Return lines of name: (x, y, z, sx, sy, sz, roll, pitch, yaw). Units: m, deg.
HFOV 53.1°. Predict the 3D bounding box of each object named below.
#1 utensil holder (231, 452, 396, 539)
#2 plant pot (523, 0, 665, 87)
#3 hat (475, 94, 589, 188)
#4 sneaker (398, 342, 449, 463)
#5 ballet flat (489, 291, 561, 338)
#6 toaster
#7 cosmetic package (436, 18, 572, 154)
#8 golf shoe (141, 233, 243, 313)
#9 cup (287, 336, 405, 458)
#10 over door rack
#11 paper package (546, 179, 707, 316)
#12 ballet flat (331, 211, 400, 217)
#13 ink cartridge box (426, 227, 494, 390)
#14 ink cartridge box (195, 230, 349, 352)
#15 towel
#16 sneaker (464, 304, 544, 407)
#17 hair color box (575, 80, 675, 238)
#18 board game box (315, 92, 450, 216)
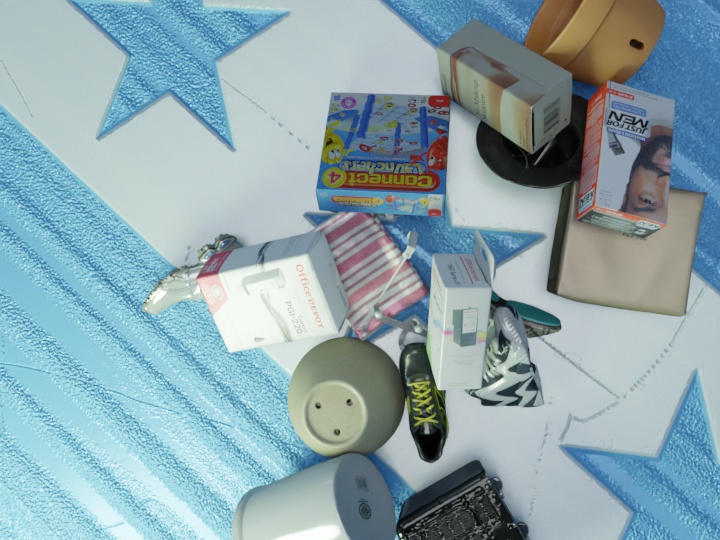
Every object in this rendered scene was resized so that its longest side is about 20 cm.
utensil holder: (-0.068, 0.388, 1.101, 0.199, 0.170, 0.171, -28, 87, 26)
plant pot: (0.357, -0.368, 1.083, 0.139, 0.200, 0.202, 26, 93, -11)
hat: (0.282, -0.189, 1.128, 0.198, 0.081, 0.203, -5, 61, 9)
sneaker: (0.106, 0.209, 1.128, 0.074, 0.085, 0.202, -11, 110, 8)
ballet flat: (0.220, 0.069, 1.159, 0.198, 0.068, 0.076, 26, 114, 11)
toaster: (0.162, 0.427, 1.132, 0.199, 0.119, 0.182, -32, 86, 5)
cosmetic package: (0.214, -0.279, 1.085, 0.087, 0.104, 0.200, -38, 55, -12)
golf shoe: (-0.270, 0.028, 1.202, 0.199, 0.078, 0.098, -35, 92, 6)
cup: (-0.030, 0.213, 1.140, 0.198, 0.143, 0.203, 0, 90, 5)
over door rack: (0.100, 0.053, 1.109, 0.146, 0.067, 0.201, 19, 125, -11)
paper package: (0.405, -0.038, 1.113, 0.197, 0.103, 0.193, 9, 91, 5)
ballet flat: (0.033, -0.111, 1.175, 0.198, 0.068, 0.064, -14, 116, 8)
ink cartridge box: (0.137, 0.052, 1.016, 0.066, 0.117, 0.202, 0, 114, -4)
ink cartridge box: (-0.134, 0.035, 1.126, 0.198, 0.085, 0.147, -12, 115, 17)
towel: (0.000, 0.000, 1.160, 0.146, 0.030, 0.201, -36, 106, 7)
sneaker: (0.203, 0.145, 1.121, 0.128, 0.080, 0.200, -15, 132, 16)
hair color box: (0.381, -0.159, 1.033, 0.110, 0.064, 0.202, 13, 73, -7)
board game box: (0.040, -0.185, 1.130, 0.197, 0.056, 0.198, 3, 60, 6)
